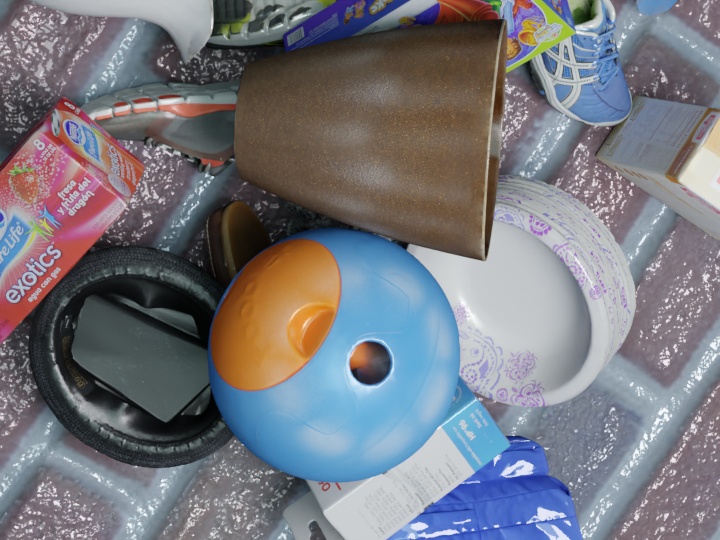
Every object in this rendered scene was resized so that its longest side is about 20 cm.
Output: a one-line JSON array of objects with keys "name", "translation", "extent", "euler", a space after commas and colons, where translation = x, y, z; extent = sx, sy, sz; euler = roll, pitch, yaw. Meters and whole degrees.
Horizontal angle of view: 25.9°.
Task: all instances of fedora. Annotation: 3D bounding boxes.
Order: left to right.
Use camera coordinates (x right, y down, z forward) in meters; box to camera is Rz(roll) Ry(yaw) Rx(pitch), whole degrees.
[{"name": "fedora", "translation": [-0.181, 0.068, 1.352], "extent": [0.200, 0.092, 0.201], "euler": [0, 100, -2]}]

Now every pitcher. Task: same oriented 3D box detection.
[{"name": "pitcher", "translation": [-0.204, -0.283, 1.290], "extent": [0.200, 0.121, 0.172], "euler": [22, 67, -18]}]

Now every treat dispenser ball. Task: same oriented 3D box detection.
[{"name": "treat dispenser ball", "translation": [-0.020, 0.067, 1.239], "extent": [0.200, 0.201, 0.201], "euler": [-2, 100, -11]}]

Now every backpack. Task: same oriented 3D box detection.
[{"name": "backpack", "translation": [0.083, 0.242, 1.411], "extent": [0.199, 0.163, 0.168], "euler": [-12, 74, -8]}]

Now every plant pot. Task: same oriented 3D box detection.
[{"name": "plant pot", "translation": [0.008, -0.108, 1.227], "extent": [0.199, 0.187, 0.187], "euler": [5, 99, 7]}]

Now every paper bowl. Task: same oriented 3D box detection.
[{"name": "paper bowl", "translation": [0.144, 0.010, 1.377], "extent": [0.104, 0.200, 0.201], "euler": [-41, 110, -45]}]

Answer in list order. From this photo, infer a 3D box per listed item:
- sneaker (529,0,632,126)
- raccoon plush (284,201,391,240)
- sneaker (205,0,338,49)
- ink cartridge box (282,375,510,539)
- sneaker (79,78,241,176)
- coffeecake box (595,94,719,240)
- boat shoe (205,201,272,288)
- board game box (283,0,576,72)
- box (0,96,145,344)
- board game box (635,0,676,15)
[{"name": "sneaker", "translation": [0.189, -0.198, 1.373], "extent": [0.076, 0.077, 0.200], "euler": [-53, 127, -16]}, {"name": "raccoon plush", "translation": [0.000, 0.000, 1.358], "extent": [0.097, 0.134, 0.201], "euler": [-11, 105, -14]}, {"name": "sneaker", "translation": [-0.042, -0.208, 1.340], "extent": [0.199, 0.075, 0.085], "euler": [-7, 144, 12]}, {"name": "ink cartridge box", "translation": [0.012, 0.160, 1.340], "extent": [0.200, 0.116, 0.068], "euler": [-37, 123, -1]}, {"name": "sneaker", "translation": [-0.144, -0.116, 1.344], "extent": [0.199, 0.077, 0.082], "euler": [-5, 109, -9]}, {"name": "coffeecake box", "translation": [0.317, -0.079, 1.377], "extent": [0.153, 0.200, 0.073], "euler": [32, 92, -15]}, {"name": "boat shoe", "translation": [-0.100, 0.041, 1.382], "extent": [0.070, 0.070, 0.200], "euler": [-14, 98, 32]}, {"name": "board game box", "translation": [0.056, -0.195, 1.289], "extent": [0.200, 0.045, 0.134], "euler": [-28, 144, 27]}, {"name": "box", "translation": [-0.279, -0.033, 1.289], "extent": [0.095, 0.100, 0.200], "euler": [41, 108, -14]}, {"name": "board game box", "translation": [0.296, -0.319, 1.378], "extent": [0.039, 0.158, 0.200], "euler": [41, 89, 20]}]
